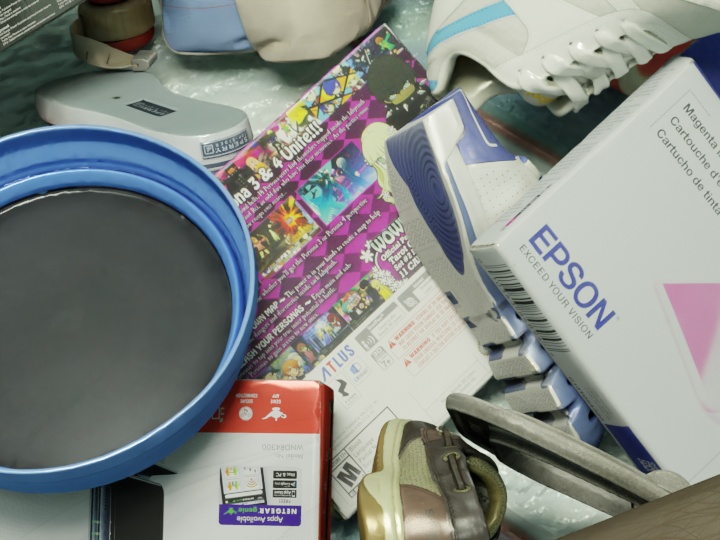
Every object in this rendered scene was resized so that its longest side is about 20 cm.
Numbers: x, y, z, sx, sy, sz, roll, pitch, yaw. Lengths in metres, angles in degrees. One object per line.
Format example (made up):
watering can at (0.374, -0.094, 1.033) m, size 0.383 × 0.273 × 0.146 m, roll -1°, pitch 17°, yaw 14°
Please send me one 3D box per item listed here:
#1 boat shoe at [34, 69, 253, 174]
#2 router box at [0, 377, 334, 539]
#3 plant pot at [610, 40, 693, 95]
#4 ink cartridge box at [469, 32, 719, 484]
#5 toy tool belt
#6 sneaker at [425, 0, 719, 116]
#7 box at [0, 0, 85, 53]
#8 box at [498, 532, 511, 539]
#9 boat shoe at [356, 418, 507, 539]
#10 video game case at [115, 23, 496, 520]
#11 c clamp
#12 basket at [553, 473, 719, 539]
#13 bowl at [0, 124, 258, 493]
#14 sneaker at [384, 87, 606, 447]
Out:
boat shoe at (-0.126, -0.056, 1.241) m, size 0.071 × 0.091 × 0.200 m, roll -18°, pitch 25°, yaw -29°
router box at (-0.114, 0.145, 1.072) m, size 0.199 × 0.049 × 0.181 m, roll 0°, pitch 82°, yaw 6°
plant pot at (0.135, -0.208, 1.216) m, size 0.200 × 0.201 × 0.177 m, roll -39°, pitch 69°, yaw -14°
ink cartridge box at (0.186, 0.000, 1.085) m, size 0.200 × 0.043 × 0.197 m, roll -42°, pitch 102°, yaw -14°
toy tool belt at (-0.084, -0.196, 1.276) m, size 0.199 × 0.124 × 0.125 m, roll -1°, pitch 27°, yaw 18°
sneaker at (0.117, -0.122, 1.093) m, size 0.199 × 0.076 × 0.081 m, roll -1°, pitch 71°, yaw 46°
box at (-0.243, -0.150, 1.225) m, size 0.200 × 0.048 × 0.193 m, roll -36°, pitch 23°, yaw -30°
box at (0.118, 0.188, 1.052) m, size 0.200 × 0.042 × 0.039 m, roll 31°, pitch 68°, yaw 27°
boat shoe at (0.038, 0.113, 1.020) m, size 0.064 × 0.200 × 0.074 m, roll -4°, pitch 99°, yaw 6°
video game case at (0.000, 0.000, 1.145) m, size 0.200 × 0.036 × 0.181 m, roll -43°, pitch 93°, yaw -15°
c clamp at (0.118, 0.101, 0.999) m, size 0.170 × 0.200 × 0.027 m, roll 27°, pitch 84°, yaw 16°
basket at (0.100, 0.183, 0.896) m, size 0.199 × 0.136 × 0.181 m, roll -17°, pitch 73°, yaw 34°
bowl at (-0.147, 0.019, 1.062) m, size 0.199 × 0.039 × 0.202 m, roll -3°, pitch 57°, yaw 5°
sneaker at (0.102, -0.012, 1.119) m, size 0.115 × 0.080 × 0.200 m, roll -32°, pitch 98°, yaw -20°
